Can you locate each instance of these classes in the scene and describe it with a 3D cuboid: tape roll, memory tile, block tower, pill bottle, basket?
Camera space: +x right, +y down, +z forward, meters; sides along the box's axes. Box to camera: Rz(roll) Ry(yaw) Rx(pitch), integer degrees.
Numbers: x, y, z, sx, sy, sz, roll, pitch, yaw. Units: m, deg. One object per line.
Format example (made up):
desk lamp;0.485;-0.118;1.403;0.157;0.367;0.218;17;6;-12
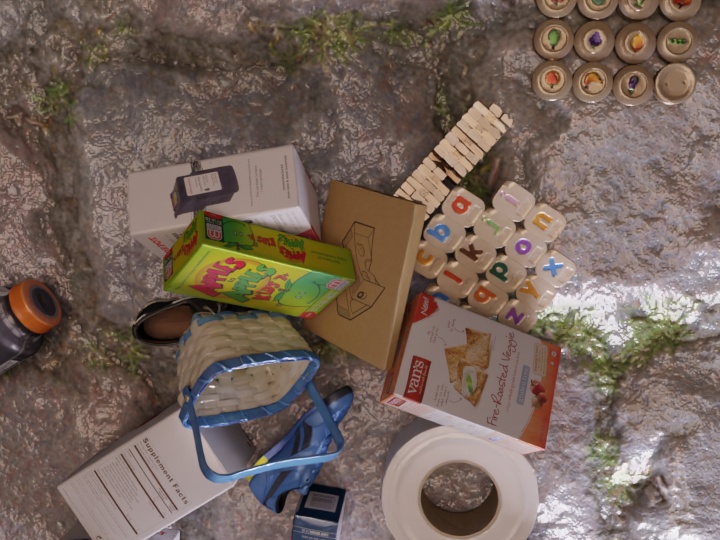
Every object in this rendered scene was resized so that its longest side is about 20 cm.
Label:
tape roll;0.129;0.285;0.917;0.202;0.071;0.203;1;96;5
memory tile;0.312;-0.281;0.861;0.199;0.017;0.154;3;97;4
block tower;0.102;-0.125;0.878;0.054;0.058;0.200;42;96;-1
pill bottle;-0.499;0.090;0.928;0.200;0.106;0.106;-31;94;7
basket;-0.126;0.147;0.837;0.139;0.176;0.200;-60;45;34

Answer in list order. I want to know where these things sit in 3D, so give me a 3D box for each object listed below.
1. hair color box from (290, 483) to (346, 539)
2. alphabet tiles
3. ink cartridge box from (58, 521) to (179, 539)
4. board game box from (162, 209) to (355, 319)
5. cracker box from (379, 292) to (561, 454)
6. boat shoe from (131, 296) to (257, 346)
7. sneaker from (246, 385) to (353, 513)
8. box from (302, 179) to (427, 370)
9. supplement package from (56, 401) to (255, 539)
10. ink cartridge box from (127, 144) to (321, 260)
hair color box;-0.066;0.400;0.932;0.060;0.100;0.201;9;97;4
alphabet tiles;0.164;-0.010;0.885;0.195;0.015;0.200;30;107;-13
ink cartridge box;-0.337;0.405;0.904;0.146;0.200;0.086;7;96;3
board game box;-0.117;-0.001;0.822;0.102;0.200;0.048;-41;48;40
cracker box;0.137;0.127;0.856;0.200;0.058;0.134;21;65;-8
boat shoe;-0.197;0.065;0.919;0.199;0.068;0.072;-7;97;1
sneaker;-0.066;0.237;0.921;0.200;0.066;0.078;-47;72;13
box;0.000;0.000;0.862;0.163;0.021;0.201;22;104;47
supplement package;-0.261;0.258;0.920;0.200;0.121;0.120;-32;93;7
ink cartridge box;-0.159;-0.071;0.852;0.199;0.145;0.085;-9;72;5
